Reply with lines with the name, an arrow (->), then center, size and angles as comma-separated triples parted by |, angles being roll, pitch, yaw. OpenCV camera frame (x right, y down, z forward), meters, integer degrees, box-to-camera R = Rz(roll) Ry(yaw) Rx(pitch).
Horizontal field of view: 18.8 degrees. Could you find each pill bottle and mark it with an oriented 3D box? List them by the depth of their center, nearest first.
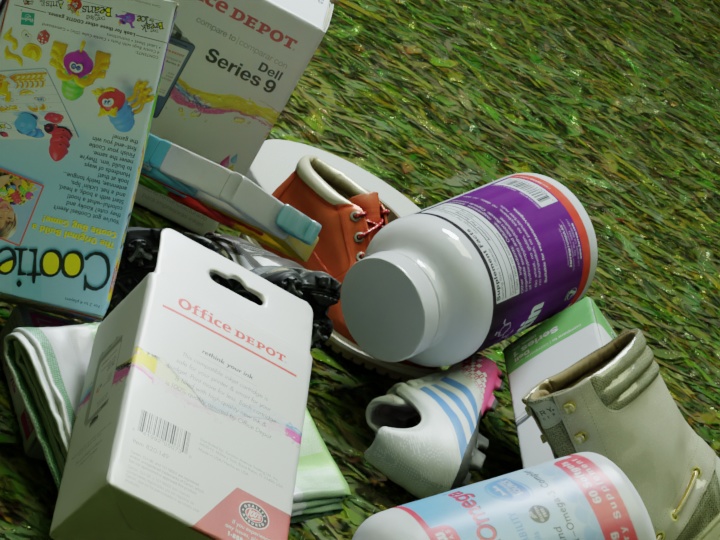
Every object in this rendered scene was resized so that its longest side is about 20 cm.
pill bottle -> 0.063, 0.179, 1.253 | 0.200, 0.109, 0.109 | -14, 42, -23
pill bottle -> 0.078, 0.002, 1.591 | 0.112, 0.113, 0.200 | 41, 38, 23

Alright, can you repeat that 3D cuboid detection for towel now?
towel -> -0.106, 0.090, 1.310 | 0.200, 0.031, 0.149 | -5, 62, -43

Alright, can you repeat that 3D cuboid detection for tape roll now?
tape roll -> -0.014, -0.038, 1.811 | 0.203, 0.037, 0.203 | 27, 21, -11

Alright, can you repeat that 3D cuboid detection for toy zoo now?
toy zoo -> -0.111, -0.059, 1.493 | 0.200, 0.020, 0.131 | 26, -7, 26

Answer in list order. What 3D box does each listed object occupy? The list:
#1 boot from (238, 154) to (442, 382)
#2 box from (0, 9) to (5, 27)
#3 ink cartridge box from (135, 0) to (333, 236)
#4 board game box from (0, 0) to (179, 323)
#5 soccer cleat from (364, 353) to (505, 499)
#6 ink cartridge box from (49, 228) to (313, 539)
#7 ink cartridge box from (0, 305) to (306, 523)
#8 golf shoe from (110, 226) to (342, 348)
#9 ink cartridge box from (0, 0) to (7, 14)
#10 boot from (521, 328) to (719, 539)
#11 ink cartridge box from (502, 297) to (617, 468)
boot -> 0.000, 0.000, 1.651 | 0.200, 0.107, 0.075 | 42, 21, 20
box -> -0.342, -0.251, 1.616 | 0.131, 0.200, 0.199 | 42, 23, 29
ink cartridge box -> -0.130, -0.149, 1.671 | 0.145, 0.200, 0.088 | 28, 22, -9
board game box -> -0.189, -0.076, 1.374 | 0.105, 0.200, 0.103 | 14, -6, -6
soccer cleat -> 0.051, 0.098, 1.551 | 0.086, 0.070, 0.200 | 25, 20, -1
ink cartridge box -> -0.097, 0.083, 1.252 | 0.116, 0.067, 0.200 | 30, 42, -21
ink cartridge box -> -0.125, 0.091, 1.374 | 0.200, 0.042, 0.119 | 20, 24, -31
golf shoe -> -0.114, 0.009, 1.545 | 0.200, 0.078, 0.094 | 18, 8, -36
ink cartridge box -> -0.297, -0.126, 1.396 | 0.084, 0.200, 0.146 | 27, 21, -10
boot -> 0.142, 0.148, 1.379 | 0.155, 0.200, 0.072 | 58, -24, -13
ink cartridge box -> 0.177, 0.133, 1.551 | 0.146, 0.084, 0.200 | 54, 14, -20
